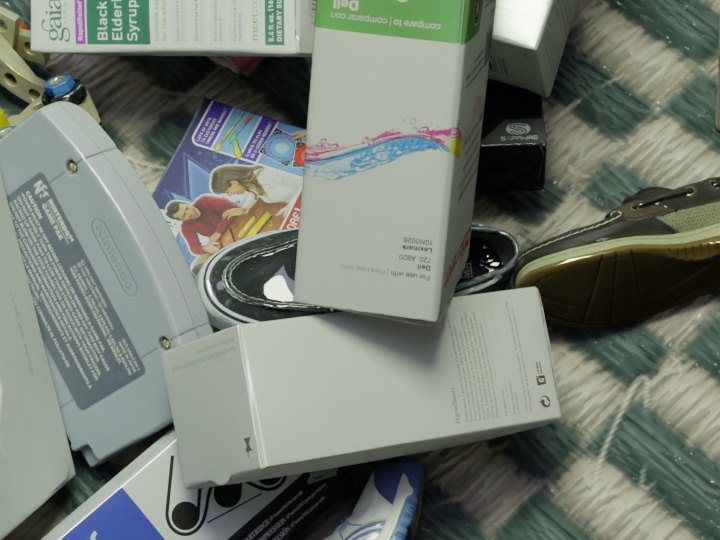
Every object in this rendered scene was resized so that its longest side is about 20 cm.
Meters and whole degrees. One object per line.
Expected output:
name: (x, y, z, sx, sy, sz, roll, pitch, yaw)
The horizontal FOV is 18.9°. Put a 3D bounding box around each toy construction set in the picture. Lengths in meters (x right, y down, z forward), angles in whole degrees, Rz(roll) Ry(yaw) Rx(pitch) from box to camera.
toy construction set: (-0.249, -0.085, 1.423, 0.131, 0.092, 0.200, -1, 50, 36)

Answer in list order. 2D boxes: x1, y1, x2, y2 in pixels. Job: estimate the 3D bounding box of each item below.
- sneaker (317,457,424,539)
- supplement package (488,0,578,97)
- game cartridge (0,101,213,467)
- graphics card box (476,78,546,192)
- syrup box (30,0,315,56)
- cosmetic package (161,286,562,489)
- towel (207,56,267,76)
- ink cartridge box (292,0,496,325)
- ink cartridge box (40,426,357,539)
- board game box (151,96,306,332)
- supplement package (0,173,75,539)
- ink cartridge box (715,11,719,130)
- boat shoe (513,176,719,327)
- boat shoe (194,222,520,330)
sneaker: (-0.029, 0.188, 1.242, 0.088, 0.075, 0.200, 20, 65, 14)
supplement package: (0.087, -0.226, 1.319, 0.117, 0.117, 0.200, 17, 84, 12)
game cartridge: (-0.164, 0.007, 1.296, 0.133, 0.042, 0.200, -30, 86, 34)
graphics card box: (0.052, -0.138, 1.406, 0.125, 0.051, 0.200, -3, 51, -1)
syrup box: (-0.110, -0.177, 1.382, 0.200, 0.081, 0.079, 3, 96, 25)
cosmetic package: (0.001, 0.067, 1.232, 0.200, 0.108, 0.085, -5, 82, -32)
towel: (-0.070, -0.238, 1.510, 0.146, 0.030, 0.200, 35, 71, 22)
ink cartridge box: (0.022, -0.087, 1.193, 0.084, 0.145, 0.200, 8, 106, 8)
ink cartridge box: (-0.107, 0.154, 1.268, 0.200, 0.044, 0.094, -40, 99, -14)
board game box: (-0.081, -0.007, 1.380, 0.135, 0.034, 0.200, 19, 65, 16)
supplement package: (-0.261, 0.055, 1.244, 0.111, 0.156, 0.200, -11, 99, 14)
ink cartridge box: (0.296, -0.157, 1.319, 0.147, 0.200, 0.086, 11, 64, 13)
boat shoe: (0.185, -0.017, 1.335, 0.200, 0.073, 0.065, -10, 50, -12)
boat shoe: (0.000, 0.000, 1.316, 0.200, 0.068, 0.072, -1, 69, -13)
